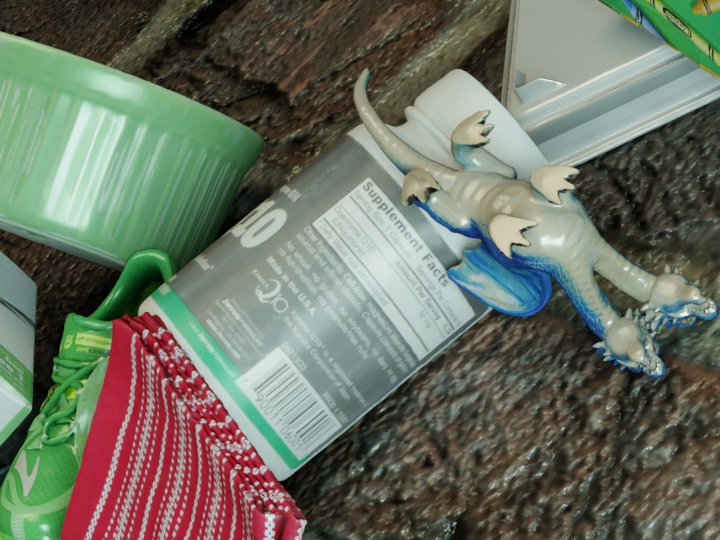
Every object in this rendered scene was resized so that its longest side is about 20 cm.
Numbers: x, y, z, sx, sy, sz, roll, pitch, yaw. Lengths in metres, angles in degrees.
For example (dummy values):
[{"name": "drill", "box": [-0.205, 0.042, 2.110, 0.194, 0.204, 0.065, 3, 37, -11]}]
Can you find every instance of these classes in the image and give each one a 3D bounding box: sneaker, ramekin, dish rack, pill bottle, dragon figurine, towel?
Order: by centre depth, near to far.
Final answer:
[{"name": "towel", "box": [-0.086, 0.122, 1.130, 0.200, 0.022, 0.145, 47, 126, 55]}, {"name": "dragon figurine", "box": [0.068, -0.018, 1.147, 0.200, 0.099, 0.059, 28, 73, 37]}, {"name": "pill bottle", "box": [0.000, 0.000, 1.233, 0.200, 0.113, 0.113, -39, 26, -4]}, {"name": "sneaker", "box": [-0.144, 0.067, 1.325, 0.074, 0.084, 0.200, 4, 44, 23]}, {"name": "dish rack", "box": [0.146, -0.142, 1.361, 0.171, 0.044, 0.200, -26, 28, 23]}, {"name": "ramekin", "box": [-0.164, -0.062, 1.441, 0.200, 0.200, 0.098, 15, 84, 58]}]

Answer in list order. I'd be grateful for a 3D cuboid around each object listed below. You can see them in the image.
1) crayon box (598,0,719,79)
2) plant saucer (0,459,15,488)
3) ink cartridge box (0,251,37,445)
[{"name": "crayon box", "box": [0.196, -0.157, 1.234, 0.119, 0.058, 0.200, -26, 34, -15]}, {"name": "plant saucer", "box": [-0.239, 0.157, 1.383, 0.200, 0.019, 0.070, -31, 28, 11]}, {"name": "ink cartridge box", "box": [-0.257, 0.066, 1.422, 0.146, 0.084, 0.200, -47, 17, 11]}]
